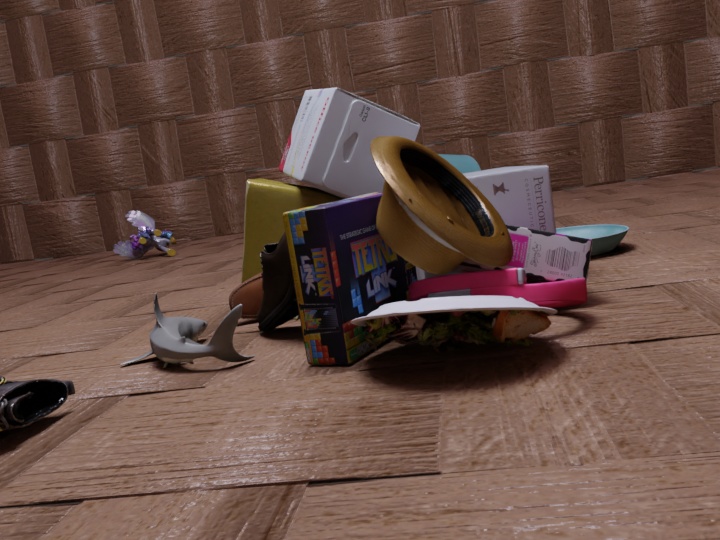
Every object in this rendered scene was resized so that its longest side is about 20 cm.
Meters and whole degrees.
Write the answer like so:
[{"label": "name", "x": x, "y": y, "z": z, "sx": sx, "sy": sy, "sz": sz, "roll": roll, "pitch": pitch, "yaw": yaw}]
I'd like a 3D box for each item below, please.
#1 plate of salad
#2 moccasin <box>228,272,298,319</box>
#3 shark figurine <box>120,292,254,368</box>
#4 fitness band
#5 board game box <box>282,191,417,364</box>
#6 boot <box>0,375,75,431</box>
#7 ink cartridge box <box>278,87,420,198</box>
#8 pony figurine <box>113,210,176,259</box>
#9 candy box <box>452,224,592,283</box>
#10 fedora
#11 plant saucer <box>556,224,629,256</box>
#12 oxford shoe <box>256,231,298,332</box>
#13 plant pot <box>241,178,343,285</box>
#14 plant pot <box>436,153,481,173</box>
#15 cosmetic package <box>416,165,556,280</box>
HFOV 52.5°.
[{"label": "plate of salad", "x": 0.090, "y": 0.056, "z": 0.714, "sx": 0.200, "sy": 0.048, "sz": 0.200, "roll": -3, "pitch": -8, "yaw": 0}, {"label": "moccasin", "x": -0.090, "y": 0.030, "z": 1.056, "sx": 0.201, "sy": 0.074, "sz": 0.078, "roll": -6, "pitch": 3, "yaw": -6}, {"label": "shark figurine", "x": -0.219, "y": 0.068, "z": 0.868, "sx": 0.128, "sy": 0.090, "sz": 0.214, "roll": -14, "pitch": 8, "yaw": -27}, {"label": "fitness band", "x": 0.151, "y": 0.026, "z": 0.822, "sx": 0.200, "sy": 0.037, "sz": 0.144, "roll": -6, "pitch": -8, "yaw": 29}, {"label": "board game box", "x": 0.000, "y": 0.000, "z": 0.834, "sx": 0.057, "sy": 0.165, "sz": 0.200, "roll": -4, "pitch": 10, "yaw": 29}, {"label": "boot", "x": -0.383, "y": 0.129, "z": 0.656, "sx": 0.174, "sy": 0.069, "sz": 0.200, "roll": -6, "pitch": 6, "yaw": 18}, {"label": "ink cartridge box", "x": -0.024, "y": -0.190, "z": 1.138, "sx": 0.145, "sy": 0.145, "sz": 0.200, "roll": 19, "pitch": 7, "yaw": -19}, {"label": "pony figurine", "x": -0.710, "y": -0.103, "z": 2.452, "sx": 0.193, "sy": 0.167, "sz": 0.200, "roll": 23, "pitch": -8, "yaw": -21}, {"label": "candy box", "x": 0.170, "y": -0.023, "z": 0.918, "sx": 0.200, "sy": 0.061, "sz": 0.136, "roll": 9, "pitch": -3, "yaw": 0}, {"label": "fedora", "x": 0.072, "y": -0.059, "z": 0.791, "sx": 0.082, "sy": 0.201, "sz": 0.201, "roll": -50, "pitch": -13, "yaw": 27}, {"label": "plant saucer", "x": 0.361, "y": -0.047, "z": 1.265, "sx": 0.200, "sy": 0.036, "sz": 0.200, "roll": -9, "pitch": 8, "yaw": 1}, {"label": "oxford shoe", "x": -0.093, "y": 0.007, "z": 0.925, "sx": 0.073, "sy": 0.084, "sz": 0.200, "roll": -25, "pitch": -20, "yaw": -42}, {"label": "plant pot", "x": -0.079, "y": -0.044, "z": 1.179, "sx": 0.200, "sy": 0.196, "sz": 0.194, "roll": 3, "pitch": 8, "yaw": -2}, {"label": "plant pot", "x": 0.097, "y": -0.110, "z": 1.260, "sx": 0.161, "sy": 0.201, "sz": 0.201, "roll": 5, "pitch": 3, "yaw": -20}, {"label": "cosmetic package", "x": 0.164, "y": -0.060, "z": 1.083, "sx": 0.200, "sy": 0.168, "sz": 0.166, "roll": -10, "pitch": 8, "yaw": -8}]
